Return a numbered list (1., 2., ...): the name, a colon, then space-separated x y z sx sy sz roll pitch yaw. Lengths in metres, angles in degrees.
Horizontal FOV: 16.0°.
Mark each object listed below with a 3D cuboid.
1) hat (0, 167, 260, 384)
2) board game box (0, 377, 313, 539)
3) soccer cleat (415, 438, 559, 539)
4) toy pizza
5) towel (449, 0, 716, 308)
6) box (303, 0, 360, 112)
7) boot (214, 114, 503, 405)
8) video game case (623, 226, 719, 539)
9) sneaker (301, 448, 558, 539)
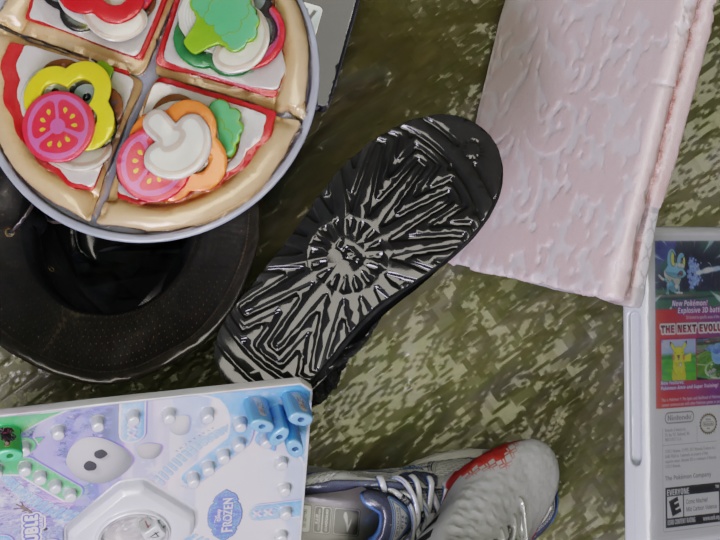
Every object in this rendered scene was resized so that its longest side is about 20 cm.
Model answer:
1. hat: -0.146 -0.018 1.509 0.200 0.081 0.201 -2 67 5
2. board game box: -0.128 0.150 1.433 0.199 0.026 0.200 -6 132 -13
3. soccer cleat: 0.058 0.168 1.450 0.200 0.085 0.069 -39 112 -30
4. toy pizza: -0.123 -0.115 1.468 0.199 0.032 0.201 -1 77 2
5. towel: 0.126 -0.082 1.483 0.032 0.200 0.192 13 92 -28
6. box: -0.094 -0.197 1.534 0.199 0.050 0.158 16 89 -3
7. boot: -0.002 -0.001 1.487 0.211 0.158 0.079 -42 83 1
8. video game case: 0.224 0.066 1.512 0.200 0.023 0.183 0 90 -44
9. sneaker: 0.023 0.150 1.525 0.199 0.085 0.077 -5 90 -5
